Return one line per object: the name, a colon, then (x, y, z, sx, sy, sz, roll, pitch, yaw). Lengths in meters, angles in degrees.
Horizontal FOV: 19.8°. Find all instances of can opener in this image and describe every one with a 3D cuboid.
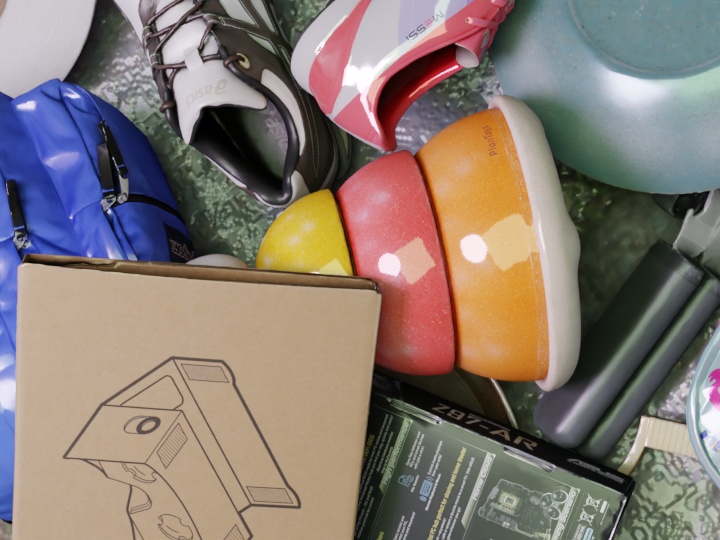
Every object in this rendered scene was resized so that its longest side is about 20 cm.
can opener: (0.153, 0.003, 1.038, 0.066, 0.053, 0.200, 37, 98, 43)

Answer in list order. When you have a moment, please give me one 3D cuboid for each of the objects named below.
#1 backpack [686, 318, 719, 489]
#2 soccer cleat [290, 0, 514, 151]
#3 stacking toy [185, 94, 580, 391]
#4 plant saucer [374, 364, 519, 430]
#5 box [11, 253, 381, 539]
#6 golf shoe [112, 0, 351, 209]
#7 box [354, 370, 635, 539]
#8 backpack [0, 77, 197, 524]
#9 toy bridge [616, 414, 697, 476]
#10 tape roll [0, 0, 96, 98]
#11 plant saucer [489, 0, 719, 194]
backpack: (0.253, 0.047, 0.961, 0.178, 0.151, 0.200, 39, 102, 8)
soccer cleat: (0.056, -0.144, 1.013, 0.200, 0.068, 0.073, -43, 63, 6)
stacking toy: (0.000, 0.000, 0.999, 0.200, 0.146, 0.146, -9, 87, -3)
plant saucer: (-0.009, 0.110, 1.080, 0.200, 0.034, 0.200, 0, 89, 13)
box: (-0.081, 0.093, 0.965, 0.163, 0.021, 0.200, 4, 112, -5)
golf shoe: (-0.077, -0.117, 1.045, 0.078, 0.094, 0.200, -36, 98, 18)
box: (0.027, 0.167, 1.027, 0.160, 0.044, 0.200, 21, 100, 11)
backpack: (-0.166, 0.017, 1.039, 0.168, 0.163, 0.200, -24, 72, 14)
toy bridge: (0.126, 0.170, 1.048, 0.067, 0.027, 0.200, 13, 93, 14)
tape roll: (-0.237, -0.164, 1.092, 0.203, 0.037, 0.203, -1, 113, -3)
plant saucer: (0.155, -0.138, 1.011, 0.201, 0.039, 0.201, -5, 73, 18)
